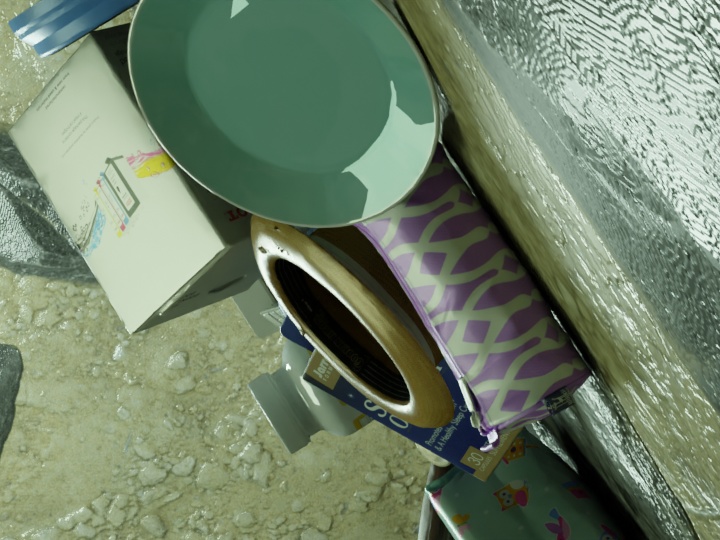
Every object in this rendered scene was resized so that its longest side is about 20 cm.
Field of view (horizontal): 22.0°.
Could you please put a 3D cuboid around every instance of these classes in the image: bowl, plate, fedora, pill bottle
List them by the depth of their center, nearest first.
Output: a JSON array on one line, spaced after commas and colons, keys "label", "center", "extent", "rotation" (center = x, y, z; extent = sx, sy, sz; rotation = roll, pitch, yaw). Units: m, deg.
[{"label": "plate", "center": [-0.045, -0.112, 1.113], "extent": [0.201, 0.199, 0.026], "rotation": [60, -145, -27]}, {"label": "fedora", "center": [0.011, 0.018, 1.272], "extent": [0.201, 0.082, 0.201], "rotation": [44, 164, 16]}, {"label": "bowl", "center": [-0.171, -0.224, 1.388], "extent": [0.039, 0.200, 0.201], "rotation": [57, 176, -12]}, {"label": "pill bottle", "center": [-0.005, 0.090, 1.787], "extent": [0.112, 0.200, 0.112], "rotation": [57, 176, 7]}]

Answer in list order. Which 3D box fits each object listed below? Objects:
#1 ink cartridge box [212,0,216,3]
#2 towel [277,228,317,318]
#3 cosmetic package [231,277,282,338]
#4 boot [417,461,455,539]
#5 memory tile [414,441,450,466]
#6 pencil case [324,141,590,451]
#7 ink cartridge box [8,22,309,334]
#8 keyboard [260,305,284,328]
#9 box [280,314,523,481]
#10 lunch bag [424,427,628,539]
[{"label": "ink cartridge box", "center": [-0.095, -0.236, 1.189], "extent": [0.200, 0.084, 0.145], "rotation": [56, 176, 34]}, {"label": "towel", "center": [0.000, 0.000, 1.430], "extent": [0.112, 0.048, 0.200], "rotation": [51, 145, 16]}, {"label": "cosmetic package", "center": [-0.061, -0.042, 1.687], "extent": [0.085, 0.107, 0.200], "rotation": [58, -160, -28]}, {"label": "boot", "center": [0.089, 0.193, 1.643], "extent": [0.186, 0.064, 0.201], "rotation": [47, -140, -62]}, {"label": "memory tile", "center": [0.043, 0.049, 1.463], "extent": [0.153, 0.017, 0.200], "rotation": [44, 142, 25]}, {"label": "pencil case", "center": [0.063, 0.015, 1.167], "extent": [0.200, 0.085, 0.084], "rotation": [58, 169, 12]}, {"label": "ink cartridge box", "center": [-0.147, -0.081, 1.469], "extent": [0.147, 0.145, 0.200], "rotation": [-23, -103, -49]}, {"label": "keyboard", "center": [-0.006, 0.031, 1.550], "extent": [0.056, 0.011, 0.200], "rotation": [32, 149, -30]}, {"label": "box", "center": [0.032, 0.074, 1.397], "extent": [0.199, 0.032, 0.121], "rotation": [30, 141, 3]}, {"label": "lunch bag", "center": [0.162, 0.243, 1.499], "extent": [0.170, 0.122, 0.200], "rotation": [53, -179, 43]}]
